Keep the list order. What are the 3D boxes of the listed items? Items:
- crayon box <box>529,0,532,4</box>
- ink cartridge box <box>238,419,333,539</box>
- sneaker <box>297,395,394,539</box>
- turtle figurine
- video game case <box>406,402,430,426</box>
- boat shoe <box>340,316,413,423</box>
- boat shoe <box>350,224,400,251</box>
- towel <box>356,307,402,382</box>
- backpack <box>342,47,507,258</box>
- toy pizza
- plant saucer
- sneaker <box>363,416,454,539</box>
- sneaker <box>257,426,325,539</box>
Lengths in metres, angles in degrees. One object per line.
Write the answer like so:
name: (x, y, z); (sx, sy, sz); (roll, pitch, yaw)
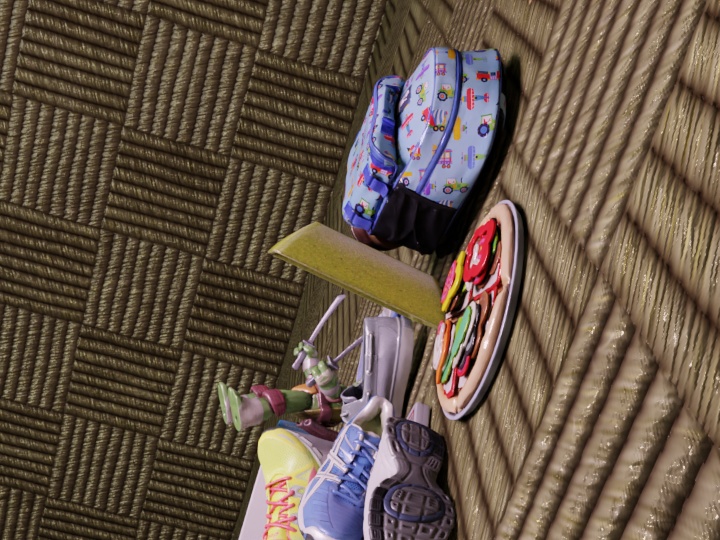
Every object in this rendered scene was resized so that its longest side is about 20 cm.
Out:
crayon box: (0.193, -0.313, 0.768); (0.200, 0.050, 0.129); (118, 165, -60)
ink cartridge box: (-0.069, 0.282, 1.212); (0.200, 0.123, 0.130); (-64, -9, -85)
sneaker: (-0.010, 0.199, 0.980); (0.201, 0.075, 0.078); (-69, -1, -60)
turtle figurine: (-0.076, 0.120, 1.215); (0.144, 0.191, 0.202); (-127, 33, -49)
video game case: (0.034, 0.253, 0.986); (0.144, 0.017, 0.202); (113, 170, -48)
boat shoe: (0.012, 0.148, 1.135); (0.070, 0.070, 0.204); (-106, 26, -77)
boat shoe: (0.034, -0.066, 1.181); (0.200, 0.070, 0.071); (-35, -75, -59)
towel: (0.023, 0.119, 1.329); (0.200, 0.023, 0.149); (118, 164, -62)
backpack: (0.073, -0.143, 1.042); (0.201, 0.133, 0.184); (117, 165, -48)
toy pizza: (0.097, 0.033, 0.886); (0.200, 0.031, 0.203); (-165, 90, -83)
plant saucer: (0.000, 0.000, 1.077); (0.048, 0.198, 0.200); (-65, 7, -2)
sneaker: (0.036, 0.211, 0.856); (0.200, 0.074, 0.088); (-70, 1, -68)
sneaker: (-0.072, 0.268, 1.064); (0.078, 0.090, 0.202); (-29, 77, 34)
